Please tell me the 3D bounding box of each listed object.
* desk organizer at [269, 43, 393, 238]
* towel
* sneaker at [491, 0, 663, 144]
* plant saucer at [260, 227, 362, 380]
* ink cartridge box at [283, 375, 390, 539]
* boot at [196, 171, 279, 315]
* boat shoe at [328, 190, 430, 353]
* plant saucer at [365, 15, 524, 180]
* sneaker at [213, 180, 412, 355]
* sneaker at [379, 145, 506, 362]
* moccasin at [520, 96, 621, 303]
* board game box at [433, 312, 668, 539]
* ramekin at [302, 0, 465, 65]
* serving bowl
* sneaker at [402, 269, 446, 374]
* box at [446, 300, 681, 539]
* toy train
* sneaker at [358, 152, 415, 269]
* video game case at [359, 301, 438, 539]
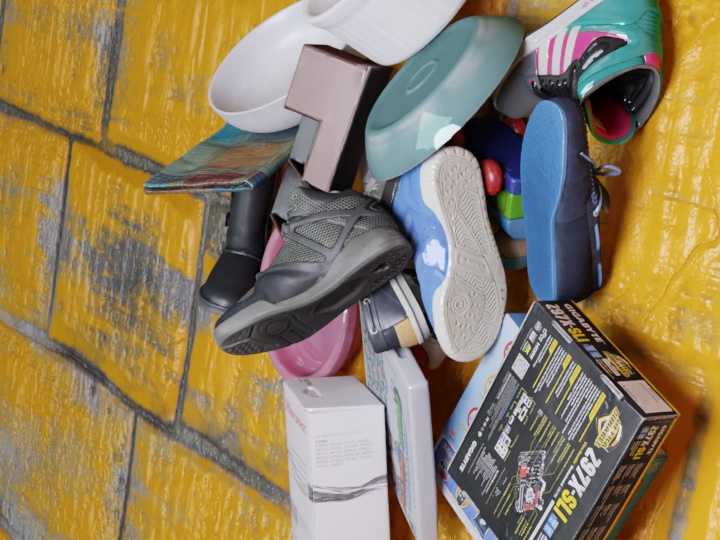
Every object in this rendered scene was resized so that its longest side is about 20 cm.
[{"bbox_3d":[-0.043,-0.127,1.519,0.077,0.072,0.200,23,105,16],"label":"desk organizer"},{"bbox_3d":[-0.129,-0.132,1.623,0.147,0.200,0.022,-1,116,29],"label":"towel"},{"bbox_3d":[0.196,-0.158,1.313,0.200,0.084,0.121,-38,49,46],"label":"sneaker"},{"bbox_3d":[-0.048,0.031,1.664,0.201,0.051,0.201,-4,86,58],"label":"plant saucer"},{"bbox_3d":[-0.024,0.221,1.535,0.147,0.083,0.200,-144,50,-75],"label":"ink cartridge box"},{"bbox_3d":[-0.133,-0.059,1.732,0.165,0.066,0.200,-85,11,-73],"label":"boot"},{"bbox_3d":[0.000,0.000,1.423,0.200,0.062,0.075,61,177,36],"label":"boat shoe"},{"bbox_3d":[0.067,-0.171,1.378,0.200,0.036,0.200,-43,19,18],"label":"plant saucer"},{"bbox_3d":[-0.059,-0.006,1.372,0.199,0.076,0.114,-35,57,9],"label":"sneaker"},{"bbox_3d":[0.072,-0.019,1.382,0.111,0.077,0.200,14,117,63],"label":"sneaker"},{"bbox_3d":[0.182,-0.063,1.295,0.080,0.068,0.200,-128,29,-50],"label":"moccasin"},{"bbox_3d":[0.163,0.176,1.360,0.200,0.056,0.196,55,130,41],"label":"board game box"},{"bbox_3d":[0.041,-0.299,1.457,0.200,0.098,0.200,-45,22,24],"label":"ramekin"},{"bbox_3d":[-0.070,-0.220,1.644,0.200,0.066,0.200,-24,35,18],"label":"serving bowl"},{"bbox_3d":[0.031,0.029,1.543,0.200,0.077,0.085,60,143,40],"label":"sneaker"},{"bbox_3d":[0.167,0.150,1.266,0.160,0.049,0.200,49,127,41],"label":"box"},{"bbox_3d":[0.113,-0.094,1.436,0.200,0.085,0.116,50,143,48],"label":"toy train"},{"bbox_3d":[0.029,-0.077,1.530,0.200,0.092,0.076,59,134,39],"label":"sneaker"},{"bbox_3d":[0.037,0.144,1.469,0.182,0.024,0.200,-118,19,-56],"label":"video game case"}]
